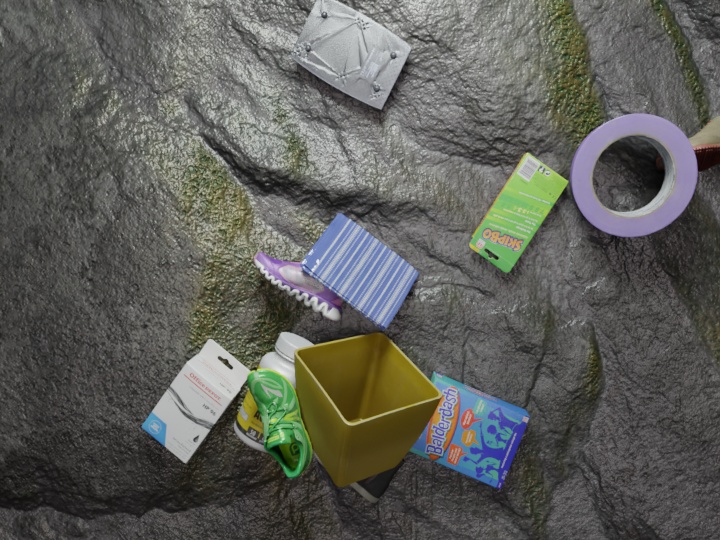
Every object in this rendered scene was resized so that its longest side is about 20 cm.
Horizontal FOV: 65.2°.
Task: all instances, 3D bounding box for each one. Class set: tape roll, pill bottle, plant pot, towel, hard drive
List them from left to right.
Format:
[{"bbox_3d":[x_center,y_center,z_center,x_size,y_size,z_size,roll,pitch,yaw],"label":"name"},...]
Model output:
[{"bbox_3d":[-0.154,0.227,1.066,0.109,0.111,0.205,24,95,1],"label":"pill bottle"},{"bbox_3d":[-0.017,-0.398,1.038,0.196,0.042,0.137,29,96,0],"label":"hard drive"},{"bbox_3d":[-0.002,0.254,1.000,0.195,0.200,0.181,-7,121,-33],"label":"plant pot"},{"bbox_3d":[0.000,0.000,1.053,0.198,0.024,0.146,36,63,-2],"label":"towel"},{"bbox_3d":[0.470,-0.166,0.986,0.194,0.085,0.207,4,101,18],"label":"tape roll"}]

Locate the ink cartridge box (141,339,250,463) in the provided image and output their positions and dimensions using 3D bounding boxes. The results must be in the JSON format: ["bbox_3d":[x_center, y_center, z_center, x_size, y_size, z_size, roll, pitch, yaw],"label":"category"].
[{"bbox_3d":[-0.317,0.251,1.098,0.115,0.068,0.202,36,95,-1],"label":"ink cartridge box"}]

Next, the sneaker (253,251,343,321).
[{"bbox_3d":[-0.107,0.012,1.066,0.197,0.080,0.090,31,89,-5],"label":"sneaker"}]

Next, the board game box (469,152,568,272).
[{"bbox_3d":[0.292,-0.105,1.055,0.094,0.030,0.203,33,93,0],"label":"board game box"}]

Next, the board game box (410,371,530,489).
[{"bbox_3d":[0.205,0.308,1.087,0.195,0.045,0.156,21,96,2],"label":"board game box"}]

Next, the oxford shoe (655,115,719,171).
[{"bbox_3d":[0.631,-0.233,1.018,0.194,0.071,0.077,-10,63,9],"label":"oxford shoe"}]

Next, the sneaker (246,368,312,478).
[{"bbox_3d":[-0.136,0.262,0.972,0.072,0.084,0.204,-23,98,7],"label":"sneaker"}]

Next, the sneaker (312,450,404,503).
[{"bbox_3d":[-0.013,0.346,1.094,0.199,0.075,0.107,40,91,-10],"label":"sneaker"}]
